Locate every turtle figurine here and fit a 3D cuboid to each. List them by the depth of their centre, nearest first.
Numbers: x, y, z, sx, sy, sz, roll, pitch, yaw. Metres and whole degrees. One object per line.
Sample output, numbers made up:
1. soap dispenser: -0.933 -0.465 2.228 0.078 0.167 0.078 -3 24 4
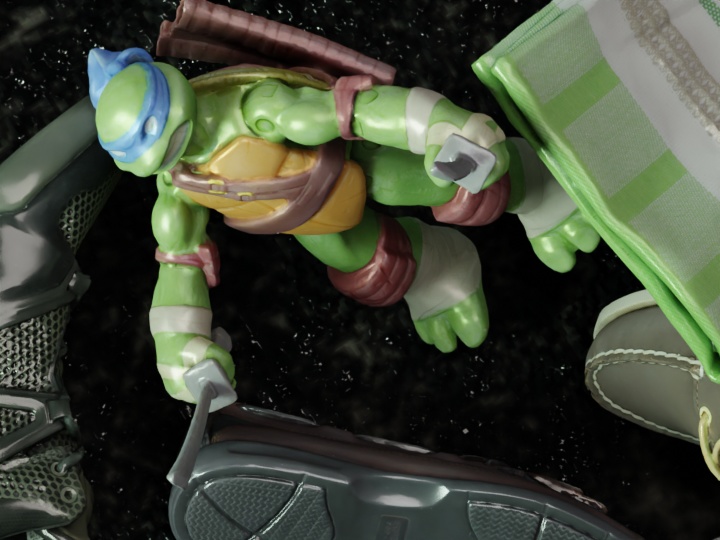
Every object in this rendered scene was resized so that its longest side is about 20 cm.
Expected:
1. turtle figurine: 0.000 0.000 0.950 0.193 0.200 0.144 10 107 -45

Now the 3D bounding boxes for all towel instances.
1. towel: 0.151 -0.071 0.966 0.200 0.031 0.149 -39 89 -31

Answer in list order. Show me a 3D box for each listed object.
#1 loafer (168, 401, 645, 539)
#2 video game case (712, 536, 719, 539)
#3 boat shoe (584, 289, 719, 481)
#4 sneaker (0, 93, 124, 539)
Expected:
1. loafer: 0.027 0.090 1.004 0.199 0.072 0.063 15 32 -11
2. video game case: 0.213 0.143 1.003 0.199 0.018 0.144 -26 80 15
3. boat shoe: 0.162 0.054 0.995 0.060 0.199 0.072 -57 138 -27
4. sneaker: -0.122 0.034 0.978 0.114 0.076 0.200 36 72 -4
